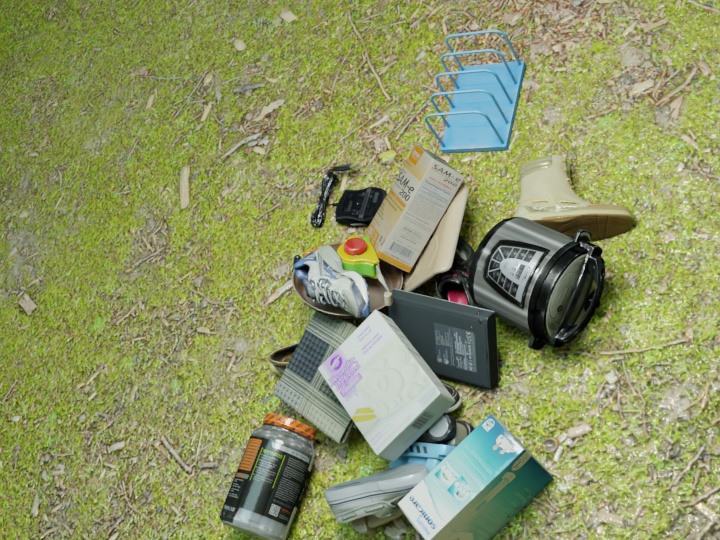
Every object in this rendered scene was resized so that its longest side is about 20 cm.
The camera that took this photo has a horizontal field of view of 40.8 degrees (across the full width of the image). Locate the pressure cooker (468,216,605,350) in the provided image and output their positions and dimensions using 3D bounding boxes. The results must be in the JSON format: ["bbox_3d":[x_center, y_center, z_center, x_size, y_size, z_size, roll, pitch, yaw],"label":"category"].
[{"bbox_3d":[0.299,0.018,1.574,0.178,0.176,0.200,-37,47,-28],"label":"pressure cooker"}]

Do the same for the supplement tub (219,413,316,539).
[{"bbox_3d":[-0.154,0.357,1.672,0.122,0.123,0.201,8,67,33],"label":"supplement tub"}]

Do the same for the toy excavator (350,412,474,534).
[{"bbox_3d":[0.079,0.334,1.578,0.194,0.100,0.201,-2,71,31],"label":"toy excavator"}]

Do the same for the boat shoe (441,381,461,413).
[{"bbox_3d":[0.079,0.196,1.658,0.199,0.061,0.074,10,35,37],"label":"boat shoe"}]

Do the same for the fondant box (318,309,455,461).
[{"bbox_3d":[0.039,0.185,1.565,0.144,0.058,0.200,-46,51,10],"label":"fondant box"}]

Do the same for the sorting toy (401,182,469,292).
[{"bbox_3d":[0.124,-0.046,1.750,0.200,0.036,0.186,-32,37,56],"label":"sorting toy"}]

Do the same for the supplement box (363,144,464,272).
[{"bbox_3d":[0.093,-0.114,1.745,0.200,0.073,0.126,-60,20,11],"label":"supplement box"}]

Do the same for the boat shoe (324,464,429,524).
[{"bbox_3d":[0.034,0.357,1.530,0.200,0.073,0.067,-21,90,38],"label":"boat shoe"}]

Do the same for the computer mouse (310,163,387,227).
[{"bbox_3d":[-0.007,-0.150,1.933,0.199,0.046,0.141,-4,65,41],"label":"computer mouse"}]

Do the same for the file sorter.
[{"bbox_3d":[0.219,-0.346,1.864,0.138,0.123,0.201,1,64,30],"label":"file sorter"}]

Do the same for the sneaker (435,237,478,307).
[{"bbox_3d":[0.173,0.016,1.704,0.077,0.084,0.201,-21,55,18],"label":"sneaker"}]

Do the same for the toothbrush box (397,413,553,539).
[{"bbox_3d":[0.178,0.337,1.477,0.200,0.146,0.085,-45,50,1],"label":"toothbrush box"}]

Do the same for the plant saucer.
[{"bbox_3d":[-0.024,0.023,1.746,0.199,0.032,0.201,1,39,-1],"label":"plant saucer"}]

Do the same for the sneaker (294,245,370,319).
[{"bbox_3d":[-0.051,0.033,1.660,0.085,0.077,0.200,-19,34,-22],"label":"sneaker"}]

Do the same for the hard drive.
[{"bbox_3d":[0.137,0.116,1.641,0.199,0.140,0.033,12,32,34],"label":"hard drive"}]

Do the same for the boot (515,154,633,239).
[{"bbox_3d":[0.370,-0.131,1.684,0.199,0.073,0.156,-3,52,18],"label":"boot"}]

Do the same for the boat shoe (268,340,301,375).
[{"bbox_3d":[-0.072,0.154,1.780,0.199,0.063,0.074,-19,54,19],"label":"boat shoe"}]

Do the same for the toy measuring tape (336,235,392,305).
[{"bbox_3d":[0.000,0.000,1.694,0.073,0.074,0.200,-34,37,9],"label":"toy measuring tape"}]

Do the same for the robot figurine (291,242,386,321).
[{"bbox_3d":[-0.043,0.021,1.820,0.145,0.058,0.200,-16,42,-24],"label":"robot figurine"}]

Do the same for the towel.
[{"bbox_3d":[-0.049,0.182,1.700,0.200,0.034,0.193,30,94,42],"label":"towel"}]
